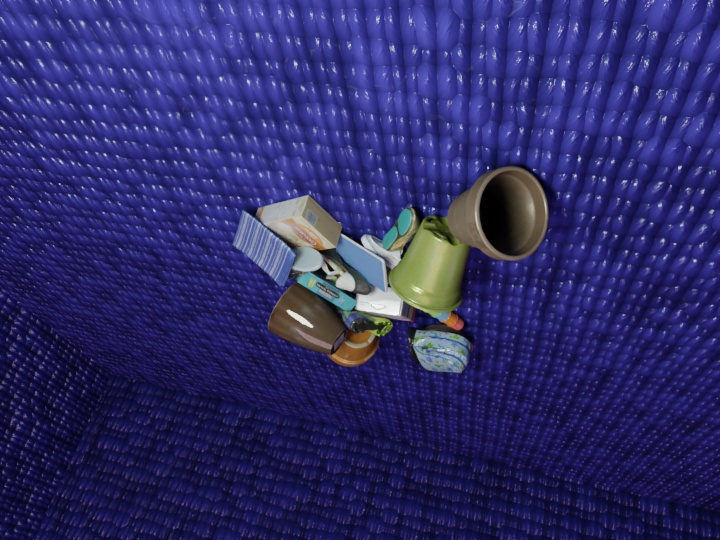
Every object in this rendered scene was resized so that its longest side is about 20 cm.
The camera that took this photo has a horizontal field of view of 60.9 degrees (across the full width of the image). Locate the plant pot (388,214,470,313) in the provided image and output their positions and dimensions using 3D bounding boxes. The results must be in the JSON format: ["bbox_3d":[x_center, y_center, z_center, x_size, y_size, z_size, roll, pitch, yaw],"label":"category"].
[{"bbox_3d":[0.189,-0.029,1.529,0.198,0.201,0.185,17,124,0],"label":"plant pot"}]

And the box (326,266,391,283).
[{"bbox_3d":[0.000,0.000,1.807,0.198,0.071,0.064,-1,163,29],"label":"box"}]

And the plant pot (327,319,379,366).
[{"bbox_3d":[-0.023,0.207,2.030,0.198,0.202,0.183,18,163,-4],"label":"plant pot"}]

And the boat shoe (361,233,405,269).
[{"bbox_3d":[0.092,-0.047,1.703,0.199,0.074,0.065,35,116,-21],"label":"boat shoe"}]

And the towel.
[{"bbox_3d":[-0.268,-0.059,1.694,0.200,0.024,0.145,39,137,9],"label":"towel"}]

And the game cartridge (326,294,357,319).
[{"bbox_3d":[-0.091,0.106,1.971,0.198,0.129,0.039,13,121,31],"label":"game cartridge"}]

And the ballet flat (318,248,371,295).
[{"bbox_3d":[-0.059,0.010,1.753,0.200,0.068,0.068,43,136,17],"label":"ballet flat"}]

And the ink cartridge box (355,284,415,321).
[{"bbox_3d":[0.081,0.100,1.872,0.144,0.086,0.200,7,174,17],"label":"ink cartridge box"}]

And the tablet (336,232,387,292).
[{"bbox_3d":[0.000,-0.028,1.713,0.199,0.014,0.131,33,147,33],"label":"tablet"}]

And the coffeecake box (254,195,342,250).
[{"bbox_3d":[-0.177,-0.120,1.698,0.199,0.074,0.153,-8,144,39],"label":"coffeecake box"}]

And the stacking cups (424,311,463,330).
[{"bbox_3d":[0.251,0.132,1.937,0.060,0.061,0.200,-13,142,42],"label":"stacking cups"}]

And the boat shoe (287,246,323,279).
[{"bbox_3d":[-0.171,-0.017,1.739,0.199,0.071,0.091,6,154,34],"label":"boat shoe"}]

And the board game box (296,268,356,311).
[{"bbox_3d":[-0.118,0.037,1.886,0.199,0.047,0.151,32,-171,-27],"label":"board game box"}]

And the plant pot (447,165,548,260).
[{"bbox_3d":[0.284,-0.119,1.356,0.199,0.202,0.174,30,166,-23],"label":"plant pot"}]

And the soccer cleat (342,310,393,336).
[{"bbox_3d":[0.025,0.155,1.880,0.199,0.065,0.084,13,-155,-48],"label":"soccer cleat"}]

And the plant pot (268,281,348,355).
[{"bbox_3d":[-0.142,0.161,1.842,0.199,0.187,0.187,32,155,15],"label":"plant pot"}]

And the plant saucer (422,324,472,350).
[{"bbox_3d":[0.292,0.236,2.118,0.198,0.037,0.201,14,151,8],"label":"plant saucer"}]

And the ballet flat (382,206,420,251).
[{"bbox_3d":[0.119,-0.106,1.584,0.070,0.071,0.200,22,151,-10],"label":"ballet flat"}]

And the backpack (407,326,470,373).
[{"bbox_3d":[0.265,0.265,2.022,0.198,0.155,0.164,-8,139,16],"label":"backpack"}]
